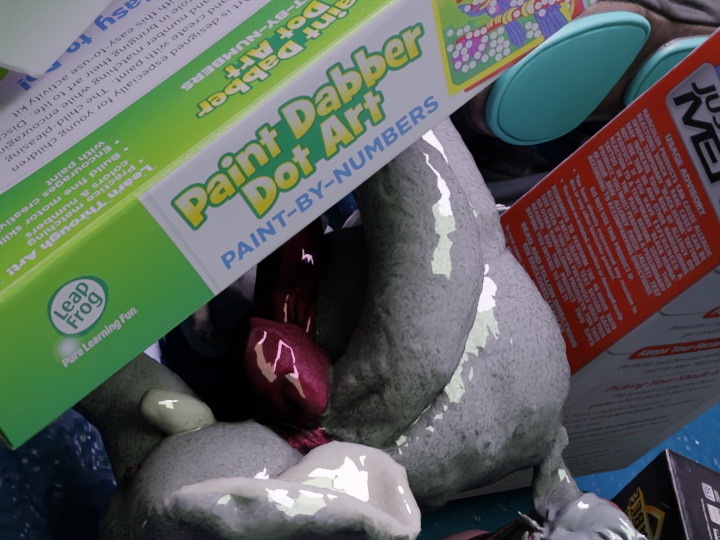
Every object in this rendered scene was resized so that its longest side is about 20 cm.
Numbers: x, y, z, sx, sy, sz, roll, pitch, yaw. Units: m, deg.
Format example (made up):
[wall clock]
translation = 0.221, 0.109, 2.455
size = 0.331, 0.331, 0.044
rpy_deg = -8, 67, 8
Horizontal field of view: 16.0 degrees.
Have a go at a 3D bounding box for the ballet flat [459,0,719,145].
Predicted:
[ballet flat]
translation = 0.081, -0.084, 0.906
size = 0.068, 0.068, 0.199
rpy_deg = 49, 28, 24

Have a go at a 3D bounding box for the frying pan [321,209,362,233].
[frying pan]
translation = 0.002, 0.015, 0.877
size = 0.189, 0.031, 0.116
rpy_deg = 18, 50, -27

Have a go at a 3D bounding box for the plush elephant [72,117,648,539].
[plush elephant]
translation = -0.026, 0.046, 0.735
size = 0.154, 0.165, 0.200
rpy_deg = -23, 67, -34

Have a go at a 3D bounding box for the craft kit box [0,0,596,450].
[craft kit box]
translation = -0.066, -0.066, 0.710
size = 0.200, 0.197, 0.049
rpy_deg = -37, 126, -11

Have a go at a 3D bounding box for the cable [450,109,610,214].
[cable]
translation = 0.049, -0.088, 0.959
size = 0.163, 0.051, 0.200
rpy_deg = 47, 34, 14

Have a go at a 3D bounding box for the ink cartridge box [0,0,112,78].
[ink cartridge box]
translation = -0.075, -0.170, 0.637
size = 0.145, 0.200, 0.084
rpy_deg = 46, 6, 12

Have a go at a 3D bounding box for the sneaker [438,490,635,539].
[sneaker]
translation = 0.041, 0.147, 0.773
size = 0.079, 0.095, 0.201
rpy_deg = 35, 46, -19

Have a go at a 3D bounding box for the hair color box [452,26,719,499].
[hair color box]
translation = 0.097, 0.000, 0.802
size = 0.110, 0.200, 0.064
rpy_deg = -5, 66, -41

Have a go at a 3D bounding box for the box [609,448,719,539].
[box]
translation = 0.165, 0.169, 0.864
size = 0.159, 0.049, 0.201
rpy_deg = 27, 33, -27
